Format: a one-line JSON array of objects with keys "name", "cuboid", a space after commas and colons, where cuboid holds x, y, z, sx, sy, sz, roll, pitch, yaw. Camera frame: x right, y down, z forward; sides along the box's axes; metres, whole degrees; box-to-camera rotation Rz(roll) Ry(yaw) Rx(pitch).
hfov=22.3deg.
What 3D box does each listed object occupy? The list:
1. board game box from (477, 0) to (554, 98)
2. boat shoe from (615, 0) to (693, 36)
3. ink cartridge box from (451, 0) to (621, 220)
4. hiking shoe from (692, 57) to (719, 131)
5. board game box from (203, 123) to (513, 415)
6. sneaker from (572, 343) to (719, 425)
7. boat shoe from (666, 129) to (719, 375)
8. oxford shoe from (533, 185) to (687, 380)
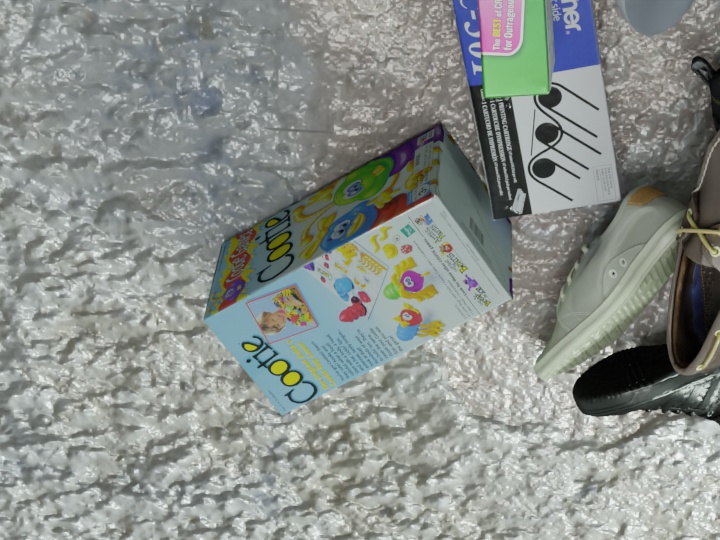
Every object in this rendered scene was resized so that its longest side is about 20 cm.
[{"name": "board game box", "cuboid": [0.092, -0.216, 1.116, 0.040, 0.153, 0.202, -3, 102, 8]}, {"name": "boat shoe", "cuboid": [0.171, -0.237, 1.181, 0.070, 0.066, 0.200, -34, 141, -2]}, {"name": "ink cartridge box", "cuboid": [0.120, -0.136, 1.265, 0.093, 0.044, 0.201, -9, 122, 9]}, {"name": "hiking shoe", "cuboid": [0.325, -0.131, 1.218, 0.199, 0.076, 0.101, -18, 119, 23]}, {"name": "board game box", "cuboid": [0.000, 0.000, 1.329, 0.199, 0.103, 0.105, -27, 117, 20]}, {"name": "sneaker", "cuboid": [0.269, 0.094, 1.391, 0.199, 0.060, 0.105, -23, 117, 8]}, {"name": "boat shoe", "cuboid": [0.246, -0.015, 1.243, 0.059, 0.072, 0.201, -21, 132, -26]}, {"name": "oxford shoe", "cuboid": [0.181, 0.009, 1.348, 0.058, 0.075, 0.200, 49, 136, 18]}]
